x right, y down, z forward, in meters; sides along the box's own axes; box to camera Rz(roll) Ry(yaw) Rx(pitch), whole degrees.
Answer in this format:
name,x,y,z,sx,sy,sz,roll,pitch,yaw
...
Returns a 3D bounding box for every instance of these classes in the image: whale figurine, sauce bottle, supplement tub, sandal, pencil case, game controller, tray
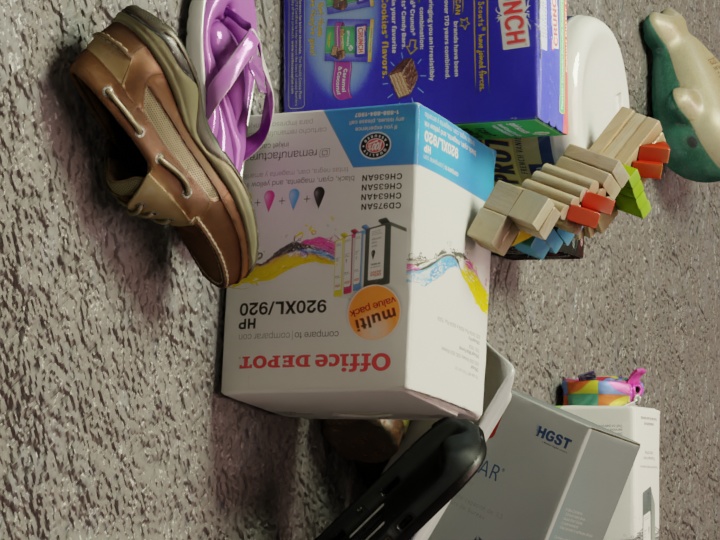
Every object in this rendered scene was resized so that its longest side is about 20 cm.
name,x,y,z,sx,sy,sz,roll,pitch,yaw
whale figurine,0.357,-0.189,2.494,0.200,0.104,0.159,62,27,0
sauce bottle,0.027,0.057,1.743,0.200,0.066,0.066,-67,146,-40
supplement tub,0.094,-0.121,1.740,0.144,0.200,0.145,0,90,-66
sandal,-0.082,-0.113,1.528,0.082,0.050,0.203,22,70,-64
pencil case,0.233,0.194,2.176,0.088,0.088,0.200,13,78,-65
game controller,0.011,0.182,1.556,0.042,0.200,0.104,43,8,-15
tray,0.053,0.145,1.660,0.200,0.022,0.107,-60,-160,6

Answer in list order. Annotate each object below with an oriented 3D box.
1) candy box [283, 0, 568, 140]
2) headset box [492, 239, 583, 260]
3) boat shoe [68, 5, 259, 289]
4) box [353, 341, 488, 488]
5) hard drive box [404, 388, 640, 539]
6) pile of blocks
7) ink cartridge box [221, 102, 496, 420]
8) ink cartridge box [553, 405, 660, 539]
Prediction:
name,x,y,z,sx,sy,sz,roll,pitch,yaw
candy box,0.048,-0.181,1.642,0.077,0.200,0.169,10,79,-65
headset box,0.132,-0.091,1.976,0.200,0.075,0.149,14,76,-65
boat shoe,-0.128,-0.069,1.413,0.074,0.076,0.200,-37,126,-21
box,0.064,0.131,1.848,0.193,0.047,0.200,65,33,-44
hard drive box,0.098,0.190,1.698,0.077,0.156,0.200,22,89,-49
pile of blocks,0.165,-0.046,1.623,0.200,0.062,0.082,-30,129,-37
ink cartridge box,0.000,0.000,1.588,0.145,0.147,0.200,25,65,-63
ink cartridge box,0.184,0.220,1.987,0.084,0.145,0.200,14,76,-66
